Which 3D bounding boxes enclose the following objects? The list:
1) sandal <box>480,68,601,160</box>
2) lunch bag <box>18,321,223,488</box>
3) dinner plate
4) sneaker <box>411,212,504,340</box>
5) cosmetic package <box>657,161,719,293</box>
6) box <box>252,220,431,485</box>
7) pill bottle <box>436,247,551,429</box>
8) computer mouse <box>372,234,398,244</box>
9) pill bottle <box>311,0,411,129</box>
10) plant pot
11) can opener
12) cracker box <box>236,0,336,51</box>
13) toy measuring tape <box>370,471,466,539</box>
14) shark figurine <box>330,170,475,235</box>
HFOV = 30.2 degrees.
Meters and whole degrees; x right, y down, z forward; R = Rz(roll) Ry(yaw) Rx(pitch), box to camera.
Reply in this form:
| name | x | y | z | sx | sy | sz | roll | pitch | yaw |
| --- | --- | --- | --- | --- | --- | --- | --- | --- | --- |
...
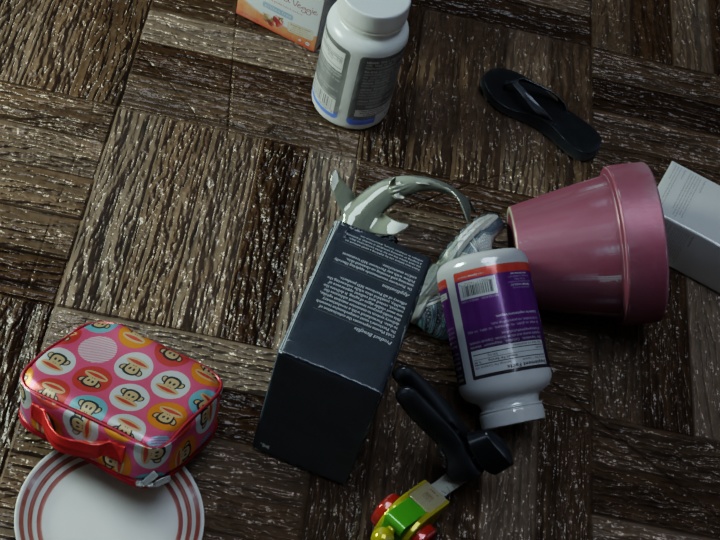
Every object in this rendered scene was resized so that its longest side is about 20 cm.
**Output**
| name | x | y | z | sx | sy | sz | roll | pitch | yaw |
| --- | --- | --- | --- | --- | --- | --- | --- | --- | --- |
| sandal | 0.263 | -0.236 | 1.909 | 0.199 | 0.043 | 0.076 | 35 | 53 | 14 |
| lunch bag | -0.264 | 0.146 | 1.435 | 0.198 | 0.083 | 0.176 | 24 | 35 | 17 |
| dinner plate | -0.265 | 0.264 | 1.410 | 0.198 | 0.024 | 0.202 | 6 | 53 | -8 |
| sneaker | 0.130 | 0.011 | 1.680 | 0.086 | 0.078 | 0.200 | 41 | 61 | 3 |
| cosmetic package | 0.476 | -0.046 | 1.788 | 0.199 | 0.085 | 0.108 | 31 | 53 | 10 |
| box | -0.022 | 0.093 | 1.487 | 0.123 | 0.201 | 0.198 | 22 | 51 | 3 |
| pill bottle | 0.160 | 0.081 | 1.569 | 0.111 | 0.112 | 0.202 | -8 | 81 | -19 |
| computer mouse | 0.000 | 0.000 | 1.573 | 0.058 | 0.200 | 0.034 | 9 | 71 | -13 |
| pill bottle | 0.003 | -0.298 | 1.793 | 0.112 | 0.201 | 0.115 | 7 | 51 | -9 |
| plant pot | 0.279 | -0.026 | 1.671 | 0.177 | 0.201 | 0.202 | -6 | 53 | 2 |
| can opener | 0.091 | 0.165 | 1.455 | 0.078 | 0.200 | 0.064 | -33 | 37 | 14 |
| cracker box | -0.095 | -0.420 | 1.863 | 0.133 | 0.201 | 0.058 | 27 | 51 | 9 |
| toy measuring tape | 0.067 | 0.269 | 1.476 | 0.073 | 0.074 | 0.199 | 41 | 32 | 18 |
| shark figurine | 0.038 | -0.084 | 1.715 | 0.213 | 0.089 | 0.129 | -24 | 87 | -10 |
